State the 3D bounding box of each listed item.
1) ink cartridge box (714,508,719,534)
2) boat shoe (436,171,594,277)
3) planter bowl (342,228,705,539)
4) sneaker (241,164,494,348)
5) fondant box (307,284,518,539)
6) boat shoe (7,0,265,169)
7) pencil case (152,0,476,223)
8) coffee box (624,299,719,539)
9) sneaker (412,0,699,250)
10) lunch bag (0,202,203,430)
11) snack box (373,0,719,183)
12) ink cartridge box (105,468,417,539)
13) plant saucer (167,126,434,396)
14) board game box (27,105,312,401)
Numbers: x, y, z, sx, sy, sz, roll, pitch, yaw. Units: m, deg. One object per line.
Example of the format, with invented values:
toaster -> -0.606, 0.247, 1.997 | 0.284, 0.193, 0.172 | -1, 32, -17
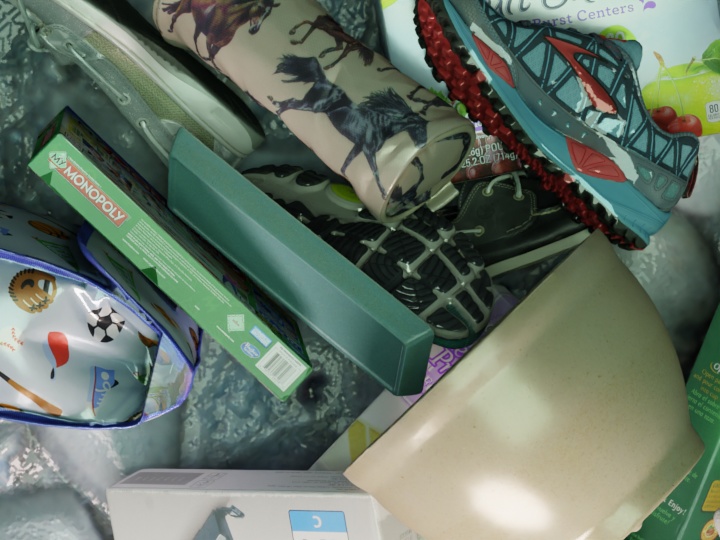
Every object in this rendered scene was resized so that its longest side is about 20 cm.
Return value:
ink cartridge box -> 0.324, 0.178, 1.509 | 0.200, 0.045, 0.176 | -31, 106, -30
boat shoe -> 0.087, -0.031, 1.494 | 0.200, 0.072, 0.068 | -18, 93, 10
planter bowl -> 0.107, 0.093, 1.385 | 0.200, 0.200, 0.135 | -43, 88, 6
sneaker -> 0.000, 0.000, 1.461 | 0.077, 0.200, 0.080 | -33, 134, -34
fondant box -> 0.065, 0.127, 1.514 | 0.144, 0.058, 0.200 | 44, 96, 11
boat shoe -> -0.149, -0.122, 1.466 | 0.202, 0.074, 0.065 | 38, 102, -20
pencil case -> -0.026, -0.110, 1.431 | 0.200, 0.089, 0.078 | 40, 92, 14
coffee box -> 0.246, 0.089, 1.510 | 0.123, 0.044, 0.200 | 4, 111, -43
sneaker -> 0.116, -0.108, 1.425 | 0.200, 0.079, 0.096 | 45, 79, -14
lunch bag -> -0.190, 0.023, 1.446 | 0.200, 0.170, 0.124 | 15, 99, -4
snack box -> 0.111, -0.151, 1.475 | 0.200, 0.068, 0.169 | -10, 103, -2
ink cartridge box -> -0.051, 0.210, 1.504 | 0.200, 0.045, 0.176 | -3, 104, 33
plant saucer -> -0.040, -0.002, 1.424 | 0.200, 0.070, 0.019 | 38, 61, 19
board game box -> -0.113, -0.013, 1.458 | 0.200, 0.135, 0.029 | 43, 95, -11
